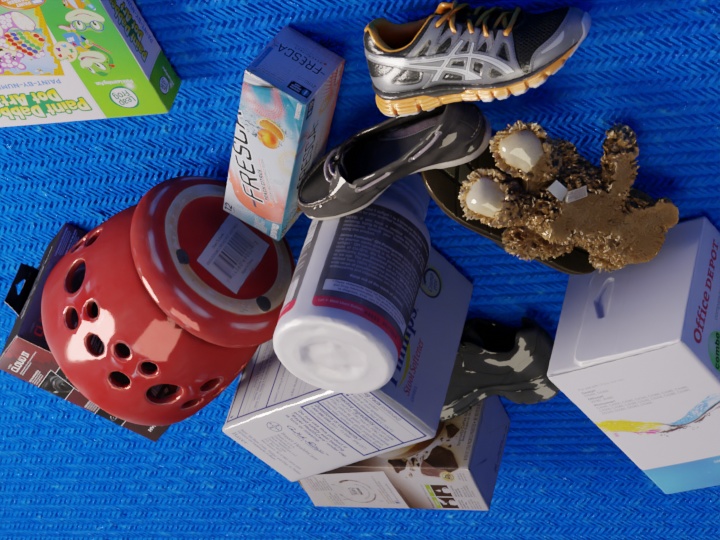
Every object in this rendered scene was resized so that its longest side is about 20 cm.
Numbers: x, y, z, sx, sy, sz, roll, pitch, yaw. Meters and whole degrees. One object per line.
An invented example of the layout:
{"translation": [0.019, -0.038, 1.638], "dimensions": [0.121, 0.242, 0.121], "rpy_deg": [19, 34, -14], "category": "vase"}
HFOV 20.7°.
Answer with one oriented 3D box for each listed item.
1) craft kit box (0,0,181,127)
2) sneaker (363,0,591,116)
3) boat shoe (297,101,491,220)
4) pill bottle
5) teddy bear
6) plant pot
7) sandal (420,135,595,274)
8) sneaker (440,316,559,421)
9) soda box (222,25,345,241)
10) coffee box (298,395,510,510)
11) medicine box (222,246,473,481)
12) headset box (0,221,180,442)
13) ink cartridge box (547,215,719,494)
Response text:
{"translation": [-0.286, -0.211, 1.724], "dimensions": [0.200, 0.049, 0.198], "rpy_deg": [-3, 142, 26], "category": "craft kit box"}
{"translation": [0.089, -0.181, 1.586], "dimensions": [0.200, 0.078, 0.077], "rpy_deg": [-13, 117, 26], "category": "sneaker"}
{"translation": [0.016, -0.102, 1.683], "dimensions": [0.200, 0.067, 0.057], "rpy_deg": [-21, 143, 31], "category": "boat shoe"}
{"translation": [0.000, 0.000, 1.748], "dimensions": [0.111, 0.200, 0.111], "rpy_deg": [12, 144, 9], "category": "pill bottle"}
{"translation": [0.174, -0.066, 1.677], "dimensions": [0.200, 0.067, 0.145], "rpy_deg": [3, 118, -25], "category": "teddy bear"}
{"translation": [-0.174, 0.019, 1.855], "dimensions": [0.200, 0.201, 0.182], "rpy_deg": [31, 134, -18], "category": "plant pot"}
{"translation": [0.129, -0.060, 1.741], "dimensions": [0.200, 0.082, 0.055], "rpy_deg": [28, 169, -21], "category": "sandal"}
{"translation": [0.108, 0.089, 1.945], "dimensions": [0.200, 0.076, 0.091], "rpy_deg": [-16, 123, 28], "category": "sneaker"}
{"translation": [-0.069, -0.117, 1.726], "dimensions": [0.064, 0.068, 0.200], "rpy_deg": [30, 145, 11], "category": "soda box"}
{"translation": [0.041, 0.180, 2.043], "dimensions": [0.200, 0.113, 0.080], "rpy_deg": [-2, 140, 24], "category": "coffee box"}
{"translation": [-0.011, 0.082, 1.876], "dimensions": [0.200, 0.182, 0.103], "rpy_deg": [-21, 130, 41], "category": "medicine box"}
{"translation": [-0.259, 0.057, 1.974], "dimensions": [0.200, 0.149, 0.077], "rpy_deg": [28, 142, -13], "category": "headset box"}
{"translation": [0.291, 0.079, 1.779], "dimensions": [0.146, 0.147, 0.200], "rpy_deg": [-17, 132, 39], "category": "ink cartridge box"}
